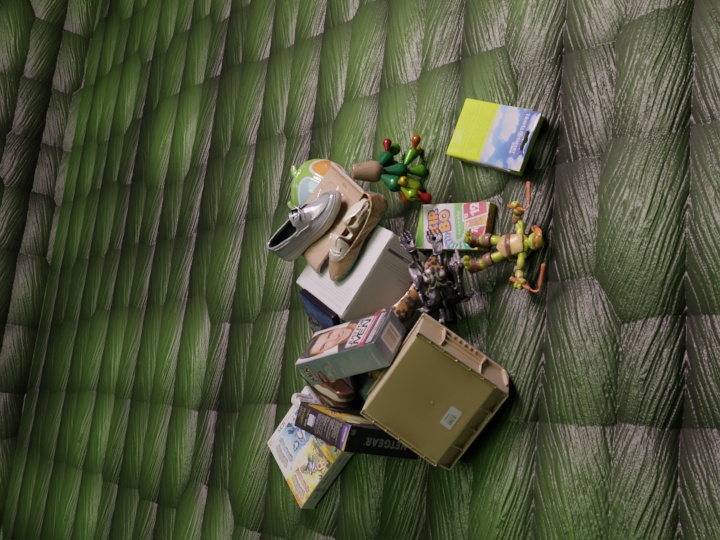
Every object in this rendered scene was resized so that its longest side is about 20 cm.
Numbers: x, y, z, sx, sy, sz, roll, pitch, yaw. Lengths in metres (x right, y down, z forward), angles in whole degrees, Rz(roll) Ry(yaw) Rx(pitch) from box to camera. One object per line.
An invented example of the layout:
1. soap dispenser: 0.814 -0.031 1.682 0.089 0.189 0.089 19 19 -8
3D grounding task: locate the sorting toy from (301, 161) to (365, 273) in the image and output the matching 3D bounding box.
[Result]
1. sorting toy: -0.071 -0.114 1.681 0.200 0.036 0.185 -57 37 12

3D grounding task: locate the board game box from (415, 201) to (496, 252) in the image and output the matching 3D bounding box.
1. board game box: 0.182 -0.087 1.580 0.200 0.030 0.096 2 80 51

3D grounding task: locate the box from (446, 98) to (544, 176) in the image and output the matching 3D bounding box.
1. box: 0.266 -0.259 1.523 0.200 0.048 0.122 26 98 48

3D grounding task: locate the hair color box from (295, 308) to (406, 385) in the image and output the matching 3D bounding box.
1. hair color box: -0.019 0.147 1.489 0.200 0.061 0.099 -20 25 37

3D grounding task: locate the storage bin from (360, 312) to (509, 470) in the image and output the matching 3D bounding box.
1. storage bin: 0.136 0.222 1.417 0.198 0.094 0.200 34 108 3

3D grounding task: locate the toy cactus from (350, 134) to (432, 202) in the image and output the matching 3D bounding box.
1. toy cactus: 0.065 -0.213 1.647 0.102 0.165 0.200 103 160 -50

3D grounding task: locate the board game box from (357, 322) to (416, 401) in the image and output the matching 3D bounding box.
1. board game box: 0.056 0.182 1.629 0.200 0.028 0.135 -58 43 18

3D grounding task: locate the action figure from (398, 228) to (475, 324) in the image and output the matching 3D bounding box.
1. action figure: 0.145 0.005 1.474 0.119 0.200 0.102 -13 40 14

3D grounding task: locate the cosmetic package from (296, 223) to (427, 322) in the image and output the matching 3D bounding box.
1. cosmetic package: 0.000 0.000 1.650 0.200 0.123 0.199 -57 39 1

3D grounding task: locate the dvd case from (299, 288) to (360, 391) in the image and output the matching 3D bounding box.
1. dvd case: -0.064 0.146 1.642 0.143 0.018 0.200 33 146 50

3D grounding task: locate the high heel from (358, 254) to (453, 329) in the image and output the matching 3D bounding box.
1. high heel: 0.082 0.047 1.565 0.199 0.071 0.143 -8 72 6

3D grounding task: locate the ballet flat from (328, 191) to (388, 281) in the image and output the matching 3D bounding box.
1. ballet flat: -0.021 -0.074 1.571 0.070 0.065 0.200 31 91 51

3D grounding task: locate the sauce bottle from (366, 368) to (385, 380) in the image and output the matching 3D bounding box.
1. sauce bottle: 0.049 0.193 1.566 0.200 0.066 0.066 25 97 48

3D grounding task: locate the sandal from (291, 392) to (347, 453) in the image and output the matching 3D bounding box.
1. sandal: -0.078 0.329 1.642 0.203 0.082 0.050 39 106 43

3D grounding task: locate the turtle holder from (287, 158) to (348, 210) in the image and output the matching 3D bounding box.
1. turtle holder: -0.088 -0.163 1.814 0.132 0.141 0.186 18 89 48

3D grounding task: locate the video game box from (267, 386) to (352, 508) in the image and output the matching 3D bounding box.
1. video game box: -0.113 0.390 1.739 0.182 0.047 0.200 -58 43 19

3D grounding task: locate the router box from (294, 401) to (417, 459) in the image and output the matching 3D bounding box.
1. router box: -0.004 0.312 1.524 0.157 0.200 0.052 14 86 48

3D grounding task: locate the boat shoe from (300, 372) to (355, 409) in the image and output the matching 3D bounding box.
1. boat shoe: -0.081 0.259 1.727 0.202 0.075 0.075 35 128 57

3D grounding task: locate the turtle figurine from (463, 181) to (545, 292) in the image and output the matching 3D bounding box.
1. turtle figurine: 0.270 -0.054 1.437 0.161 0.064 0.201 -8 82 36

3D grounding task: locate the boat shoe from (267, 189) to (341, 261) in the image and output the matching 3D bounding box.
1. boat shoe: -0.121 -0.099 1.642 0.201 0.071 0.070 -45 41 24
